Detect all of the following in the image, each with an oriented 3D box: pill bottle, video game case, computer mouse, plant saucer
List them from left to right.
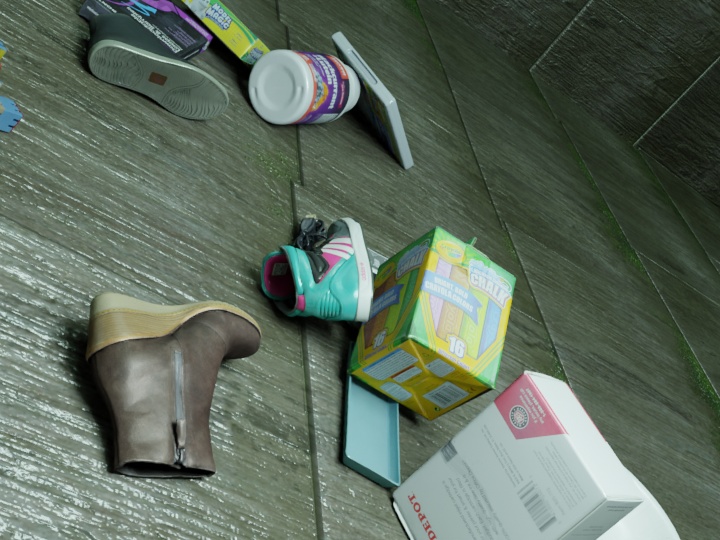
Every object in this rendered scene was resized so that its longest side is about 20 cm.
[{"bbox_3d":[-0.080,-0.289,1.538,0.111,0.112,0.200,47,26,12],"label":"pill bottle"},{"bbox_3d":[0.000,0.000,1.272,0.199,0.044,0.110,30,22,-11],"label":"computer mouse"},{"bbox_3d":[0.010,0.155,1.062,0.070,0.019,0.200,33,27,-17],"label":"plant saucer"},{"bbox_3d":[0.023,-0.290,1.672,0.183,0.022,0.200,55,-5,28],"label":"video game case"}]

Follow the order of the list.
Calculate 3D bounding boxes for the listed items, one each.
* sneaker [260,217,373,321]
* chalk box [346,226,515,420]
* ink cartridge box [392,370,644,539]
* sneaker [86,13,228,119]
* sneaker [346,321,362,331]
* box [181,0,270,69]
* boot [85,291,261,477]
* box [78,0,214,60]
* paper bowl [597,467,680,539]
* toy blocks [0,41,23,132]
[{"bbox_3d":[-0.056,-0.004,1.129,0.120,0.084,0.200,3,26,-9],"label":"sneaker"},{"bbox_3d":[0.087,0.042,1.104,0.123,0.124,0.201,31,51,-19],"label":"chalk box"},{"bbox_3d":[0.145,0.219,0.936,0.083,0.200,0.147,17,34,-47],"label":"ink cartridge box"},{"bbox_3d":[-0.268,-0.280,1.300,0.199,0.075,0.107,21,34,-34],"label":"sneaker"},{"bbox_3d":[0.064,0.083,1.185,0.199,0.078,0.082,29,33,-20],"label":"sneaker"},{"bbox_3d":[-0.211,-0.386,1.546,0.200,0.048,0.117,47,5,8],"label":"box"},{"bbox_3d":[-0.154,0.109,0.874,0.199,0.072,0.167,14,48,-47],"label":"boot"},{"bbox_3d":[-0.307,-0.359,1.422,0.143,0.036,0.200,38,26,-7],"label":"box"},{"bbox_3d":[0.255,0.295,1.079,0.200,0.104,0.201,32,27,-18],"label":"paper bowl"},{"bbox_3d":[-0.422,-0.224,0.997,0.200,0.100,0.137,52,16,21],"label":"toy blocks"}]
